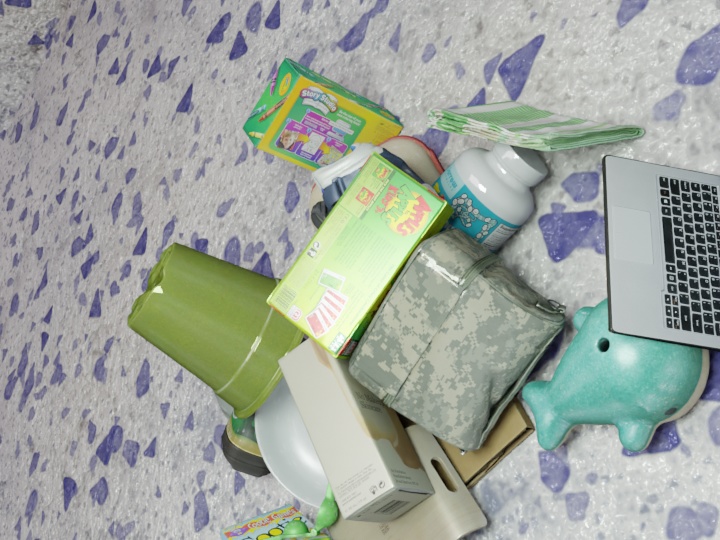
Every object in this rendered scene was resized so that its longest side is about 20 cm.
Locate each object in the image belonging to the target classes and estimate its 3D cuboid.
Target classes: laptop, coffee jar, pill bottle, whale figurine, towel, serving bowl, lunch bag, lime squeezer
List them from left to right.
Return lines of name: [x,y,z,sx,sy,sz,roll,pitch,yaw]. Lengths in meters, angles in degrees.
coffee jar: [-0.130,0.190,1.235,0.201,0.085,0.104,-65,17,7]
lime squeezer: [-0.073,0.292,1.031,0.200,0.071,0.038,-43,1,2]
serving bowl: [-0.037,0.203,1.110,0.199,0.066,0.201,5,102,26]
lunch bag: [0.106,0.079,0.934,0.167,0.139,0.201,37,108,16]
pill bottle: [0.129,-0.069,1.026,0.200,0.110,0.111,-48,45,26]
towel: [0.190,-0.166,0.970,0.200,0.152,0.024,25,121,52]
whale figurine: [0.234,0.101,0.841,0.200,0.103,0.160,-36,51,32]
laptop: [0.333,-0.035,0.761,0.116,0.199,0.188,112,166,-62]

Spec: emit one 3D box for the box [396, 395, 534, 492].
box: [0.107,0.158,1.032,0.164,0.021,0.200,-49,44,25]

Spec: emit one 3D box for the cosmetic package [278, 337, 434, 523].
cosmetic package: [-0.006,0.173,0.960,0.071,0.105,0.201,-36,61,16]

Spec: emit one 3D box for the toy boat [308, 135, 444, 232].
toy boat: [0.028,-0.105,1.163,0.199,0.131,0.131,-25,16,23]

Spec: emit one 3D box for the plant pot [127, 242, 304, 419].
plant pot: [-0.192,0.062,1.116,0.200,0.189,0.200,-52,19,26]

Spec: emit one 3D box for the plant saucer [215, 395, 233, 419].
plant saucer: [-0.185,0.143,1.354,0.200,0.050,0.201,-22,59,42]

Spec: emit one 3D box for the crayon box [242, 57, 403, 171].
crayon box: [-0.050,-0.202,1.215,0.119,0.199,0.058,-54,43,19]

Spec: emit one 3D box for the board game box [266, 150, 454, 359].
board game box: [0.000,-0.015,0.928,0.101,0.048,0.200,37,93,16]

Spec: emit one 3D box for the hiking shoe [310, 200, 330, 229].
hiking shoe: [0.000,0.000,1.102,0.101,0.200,0.076,-45,2,32]

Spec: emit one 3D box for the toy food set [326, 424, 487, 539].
toy food set: [0.047,0.297,1.006,0.200,0.060,0.144,-53,50,24]

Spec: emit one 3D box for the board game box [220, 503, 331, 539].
board game box: [-0.083,0.381,1.049,0.200,0.103,0.105,14,115,60]

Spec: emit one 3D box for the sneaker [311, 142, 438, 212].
sneaker: [-0.014,-0.051,1.008,0.146,0.081,0.200,39,100,25]
